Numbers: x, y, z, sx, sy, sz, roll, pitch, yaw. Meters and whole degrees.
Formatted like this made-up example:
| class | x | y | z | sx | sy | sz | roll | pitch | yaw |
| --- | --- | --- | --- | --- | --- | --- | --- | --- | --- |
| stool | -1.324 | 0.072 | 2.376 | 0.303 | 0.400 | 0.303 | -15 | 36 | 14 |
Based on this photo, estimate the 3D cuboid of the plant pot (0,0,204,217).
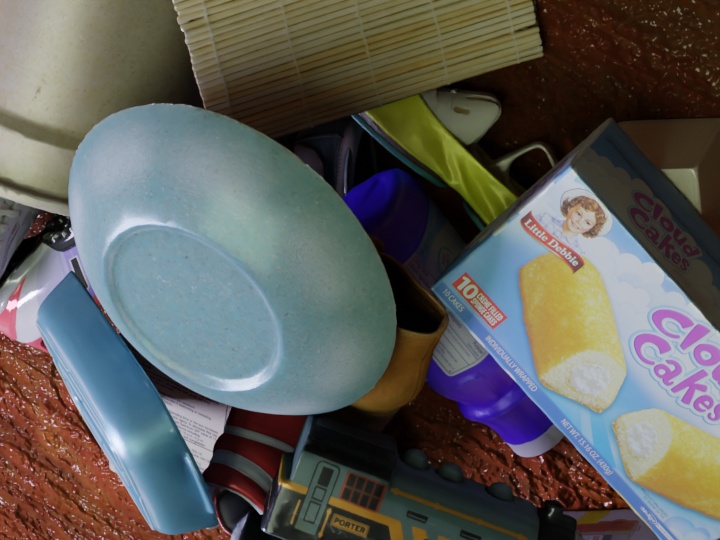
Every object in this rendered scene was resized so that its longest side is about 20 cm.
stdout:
| class | x | y | z | sx | sy | sz | roll | pitch | yaw |
| --- | --- | --- | --- | --- | --- | --- | --- | --- | --- |
| plant pot | -0.153 | -0.156 | 0.803 | 0.199 | 0.200 | 0.185 | 26 | 114 | 13 |

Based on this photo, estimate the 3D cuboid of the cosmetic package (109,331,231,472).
| class | x | y | z | sx | sy | sz | roll | pitch | yaw |
| --- | --- | --- | --- | --- | --- | --- | --- | --- | --- |
| cosmetic package | -0.105 | 0.061 | 0.945 | 0.103 | 0.087 | 0.202 | 24 | 126 | 16 |

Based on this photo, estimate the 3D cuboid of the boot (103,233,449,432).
| class | x | y | z | sx | sy | sz | roll | pitch | yaw |
| --- | --- | --- | --- | --- | --- | --- | --- | --- | --- |
| boot | -0.051 | 0.014 | 0.771 | 0.200 | 0.071 | 0.145 | 26 | 142 | 5 |

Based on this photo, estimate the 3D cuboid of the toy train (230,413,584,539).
| class | x | y | z | sx | sy | sz | roll | pitch | yaw |
| --- | --- | --- | --- | --- | --- | --- | --- | --- | --- |
| toy train | 0.029 | 0.159 | 0.771 | 0.198 | 0.085 | 0.115 | 20 | 98 | -2 |

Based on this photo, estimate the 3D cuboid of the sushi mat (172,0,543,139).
| class | x | y | z | sx | sy | sz | roll | pitch | yaw |
| --- | --- | --- | --- | --- | --- | --- | --- | --- | --- |
| sushi mat | 0.002 | -0.136 | 0.754 | 0.198 | 0.012 | 0.097 | -18 | 108 | -3 |

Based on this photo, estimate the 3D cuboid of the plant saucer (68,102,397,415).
| class | x | y | z | sx | sy | sz | roll | pitch | yaw |
| --- | --- | --- | --- | --- | --- | --- | --- | --- | --- |
| plant saucer | -0.078 | 0.010 | 0.709 | 0.199 | 0.039 | 0.202 | 19 | 135 | 20 |

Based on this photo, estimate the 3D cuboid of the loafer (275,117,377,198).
| class | x | y | z | sx | sy | sz | roll | pitch | yaw |
| --- | --- | --- | --- | --- | --- | --- | --- | --- | --- |
| loafer | 0.000 | 0.000 | 0.869 | 0.062 | 0.072 | 0.202 | -9 | 110 | 25 |

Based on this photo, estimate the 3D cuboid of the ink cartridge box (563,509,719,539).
| class | x | y | z | sx | sy | sz | roll | pitch | yaw |
| --- | --- | --- | --- | --- | --- | --- | --- | --- | --- |
| ink cartridge box | 0.130 | 0.225 | 0.874 | 0.198 | 0.145 | 0.084 | -8 | 111 | 31 |

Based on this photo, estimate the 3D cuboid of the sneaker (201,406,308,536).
| class | x | y | z | sx | sy | sz | roll | pitch | yaw |
| --- | --- | --- | --- | --- | --- | --- | --- | --- | --- |
| sneaker | -0.036 | 0.146 | 0.898 | 0.071 | 0.113 | 0.200 | 6 | 150 | 36 |

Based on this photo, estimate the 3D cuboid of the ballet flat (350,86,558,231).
| class | x | y | z | sx | sy | sz | roll | pitch | yaw |
| --- | --- | --- | --- | --- | --- | --- | --- | --- | --- |
| ballet flat | 0.072 | -0.063 | 0.805 | 0.200 | 0.067 | 0.067 | 45 | 107 | -4 |

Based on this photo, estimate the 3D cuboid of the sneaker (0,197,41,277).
| class | x | y | z | sx | sy | sz | roll | pitch | yaw |
| --- | --- | --- | --- | --- | --- | --- | --- | --- | --- |
| sneaker | -0.258 | -0.027 | 0.946 | 0.074 | 0.100 | 0.201 | 26 | 99 | -27 |

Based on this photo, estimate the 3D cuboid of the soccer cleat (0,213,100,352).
| class | x | y | z | sx | sy | sz | roll | pitch | yaw |
| --- | --- | --- | --- | --- | --- | --- | --- | --- | --- |
| soccer cleat | -0.202 | -0.006 | 0.983 | 0.073 | 0.069 | 0.199 | 38 | 129 | -22 |

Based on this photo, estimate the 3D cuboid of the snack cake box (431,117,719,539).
| class | x | y | z | sx | sy | sz | roll | pitch | yaw |
| --- | --- | --- | --- | --- | --- | --- | --- | --- | --- |
| snack cake box | 0.149 | 0.038 | 0.712 | 0.200 | 0.067 | 0.115 | 47 | 130 | -1 |

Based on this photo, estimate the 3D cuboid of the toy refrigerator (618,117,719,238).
| class | x | y | z | sx | sy | sz | roll | pitch | yaw |
| --- | --- | --- | --- | --- | --- | --- | --- | --- | --- |
| toy refrigerator | 0.175 | 0.021 | 0.780 | 0.069 | 0.076 | 0.202 | 1 | 117 | 28 |

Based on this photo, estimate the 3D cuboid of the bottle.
| class | x | y | z | sx | sy | sz | roll | pitch | yaw |
| --- | --- | --- | --- | --- | --- | --- | --- | --- | --- |
| bottle | 0.058 | 0.033 | 0.833 | 0.065 | 0.084 | 0.200 | -28 | 117 | 24 |

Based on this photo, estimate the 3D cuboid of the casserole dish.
| class | x | y | z | sx | sy | sz | roll | pitch | yaw |
| --- | --- | --- | --- | --- | --- | --- | --- | --- | --- |
| casserole dish | -0.148 | 0.084 | 0.836 | 0.200 | 0.039 | 0.122 | 46 | 158 | 45 |
